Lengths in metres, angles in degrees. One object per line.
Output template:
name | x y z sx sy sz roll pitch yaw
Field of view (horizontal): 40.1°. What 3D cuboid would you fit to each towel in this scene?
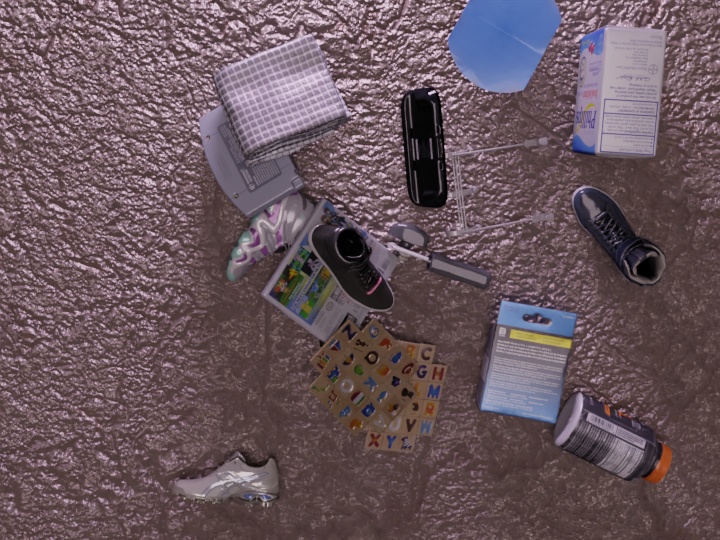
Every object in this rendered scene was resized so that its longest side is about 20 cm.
towel | -0.131 -0.286 1.644 0.197 0.086 0.168 -23 76 -7

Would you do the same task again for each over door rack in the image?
over door rack | 0.232 -0.144 1.722 0.196 0.067 0.151 -9 98 -12

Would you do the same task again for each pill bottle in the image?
pill bottle | 0.454 0.307 1.762 0.197 0.106 0.108 26 98 -4

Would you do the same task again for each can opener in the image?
can opener | 0.139 -0.023 1.740 0.197 0.053 0.067 23 96 -4

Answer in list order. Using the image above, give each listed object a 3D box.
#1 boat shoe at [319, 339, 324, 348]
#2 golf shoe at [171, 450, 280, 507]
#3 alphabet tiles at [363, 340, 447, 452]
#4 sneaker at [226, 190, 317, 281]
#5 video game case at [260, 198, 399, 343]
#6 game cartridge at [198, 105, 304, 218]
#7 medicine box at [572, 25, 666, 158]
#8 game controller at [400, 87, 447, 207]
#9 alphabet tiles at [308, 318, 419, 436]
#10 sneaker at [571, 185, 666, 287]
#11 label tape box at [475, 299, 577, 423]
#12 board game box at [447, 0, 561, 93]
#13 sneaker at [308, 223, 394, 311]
boat shoe | -0.016 0.187 1.767 0.071 0.072 0.203 -23 98 -10
golf shoe | -0.244 0.379 1.800 0.196 0.078 0.099 3 81 -6
alphabet tiles | 0.071 0.227 1.769 0.164 0.006 0.204 9 98 -23
sneaker | -0.138 -0.043 1.724 0.139 0.078 0.202 31 98 -4
video game case | -0.050 0.011 1.707 0.181 0.022 0.202 37 77 -21
game cartridge | -0.194 -0.197 1.692 0.132 0.041 0.202 -27 75 0
medicine box | 0.425 -0.291 1.636 0.101 0.182 0.204 4 98 0
game controller | 0.110 -0.209 1.691 0.042 0.103 0.204 -12 101 -37
alphabet tiles | 0.007 0.187 1.720 0.167 0.006 0.200 -46 113 -8
sneaker | 0.445 -0.059 1.690 0.077 0.146 0.203 -39 95 7
label tape box | 0.295 0.158 1.761 0.141 0.063 0.204 10 98 -1
board game box | 0.244 -0.406 1.694 0.156 0.039 0.202 29 92 1
sneaker | 0.000 0.000 1.663 0.200 0.099 0.071 47 72 -19
